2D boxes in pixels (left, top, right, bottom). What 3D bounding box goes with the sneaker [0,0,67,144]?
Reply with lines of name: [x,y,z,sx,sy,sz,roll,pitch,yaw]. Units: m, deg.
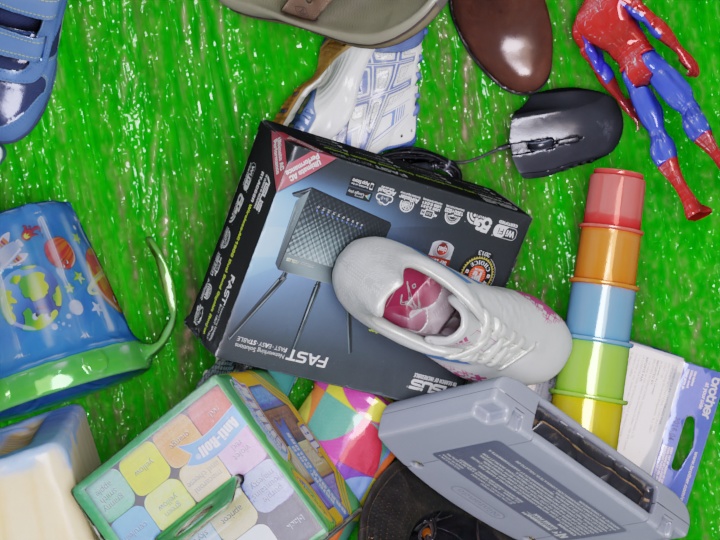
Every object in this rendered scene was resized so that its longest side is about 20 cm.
sneaker: [-0.235,-0.186,1.330,0.073,0.082,0.202,13,95,-6]

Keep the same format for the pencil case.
pencil case: [-0.038,0.161,1.373,0.088,0.088,0.201,31,89,-6]

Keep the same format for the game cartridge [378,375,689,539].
game cartridge: [0.114,0.138,1.324,0.199,0.133,0.042,36,61,-30]

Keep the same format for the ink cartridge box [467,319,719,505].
ink cartridge box: [0.153,0.099,1.401,0.198,0.042,0.120,17,91,-3]

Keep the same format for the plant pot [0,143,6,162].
plant pot: [-0.319,-0.067,1.273,0.141,0.200,0.142,38,91,-5]

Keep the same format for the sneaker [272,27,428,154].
sneaker: [0.012,-0.132,1.367,0.088,0.075,0.201,32,96,-20]

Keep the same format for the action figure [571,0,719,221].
action figure: [0.203,-0.132,1.361,0.065,0.052,0.201,-38,73,31]

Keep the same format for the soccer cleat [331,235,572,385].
soccer cleat: [0.069,0.040,1.265,0.199,0.086,0.070,22,100,-30]

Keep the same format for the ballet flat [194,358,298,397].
ballet flat: [-0.056,0.029,1.368,0.074,0.074,0.201,33,91,-6]

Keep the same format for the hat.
hat: [0.058,0.233,1.375,0.201,0.201,0.081,47,131,-6]

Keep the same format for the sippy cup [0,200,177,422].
sippy cup: [-0.226,0.026,1.330,0.177,0.139,0.131,-15,83,-41]

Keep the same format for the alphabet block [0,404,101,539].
alphabet block: [-0.254,0.224,1.306,0.195,0.195,0.202,-18,94,-1]

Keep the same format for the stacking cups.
stacking cups: [0.169,0.031,1.360,0.060,0.061,0.202,10,84,-5]

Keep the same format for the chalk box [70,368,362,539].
chalk box: [-0.093,0.148,1.237,0.124,0.200,0.124,-37,83,5]

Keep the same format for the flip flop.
flip flop: [-0.025,-0.204,1.312,0.199,0.058,0.082,14,74,29]

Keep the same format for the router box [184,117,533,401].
router box: [0.000,0.000,1.305,0.199,0.062,0.151,15,104,-29]

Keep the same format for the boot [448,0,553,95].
boot: [0.100,-0.210,1.293,0.068,0.200,0.190,-11,95,-4]

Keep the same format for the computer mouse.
computer mouse: [0.100,-0.084,1.362,0.198,0.034,0.059,-18,109,-17]
